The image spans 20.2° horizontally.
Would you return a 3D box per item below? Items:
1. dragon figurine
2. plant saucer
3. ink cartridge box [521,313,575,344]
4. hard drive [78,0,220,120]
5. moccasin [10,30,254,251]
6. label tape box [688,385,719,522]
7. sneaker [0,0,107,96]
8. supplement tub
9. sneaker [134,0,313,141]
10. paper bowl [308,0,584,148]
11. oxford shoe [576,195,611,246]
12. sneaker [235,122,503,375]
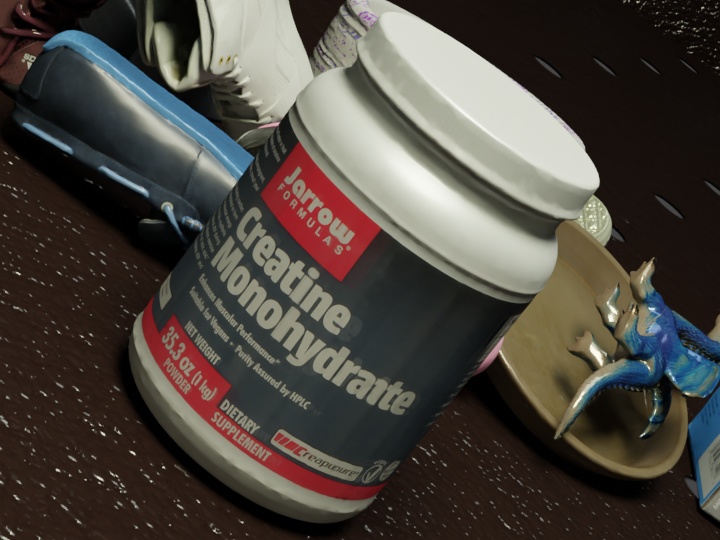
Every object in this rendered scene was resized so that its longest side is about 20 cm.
[{"bbox_3d":[0.182,0.062,1.234,0.100,0.059,0.200,47,31,-9],"label":"dragon figurine"},{"bbox_3d":[0.130,0.045,1.265,0.199,0.029,0.201,34,37,-30],"label":"plant saucer"},{"bbox_3d":[0.096,0.020,1.339,0.199,0.042,0.120,24,22,-35],"label":"ink cartridge box"},{"bbox_3d":[-0.118,-0.163,1.323,0.199,0.042,0.136,8,49,-60],"label":"hard drive"},{"bbox_3d":[-0.095,-0.044,1.069,0.200,0.068,0.080,39,9,-1],"label":"moccasin"},{"bbox_3d":[0.320,0.168,1.372,0.199,0.063,0.144,36,18,-7],"label":"label tape box"},{"bbox_3d":[-0.150,-0.145,1.101,0.199,0.117,0.075,16,1,40],"label":"sneaker"},{"bbox_3d":[0.000,0.000,0.916,0.140,0.201,0.141,33,18,-12],"label":"supplement tub"},{"bbox_3d":[-0.086,-0.121,1.200,0.073,0.202,0.116,9,37,26],"label":"sneaker"},{"bbox_3d":[0.050,-0.100,1.419,0.200,0.105,0.201,33,13,-9],"label":"paper bowl"},{"bbox_3d":[0.112,-0.062,1.561,0.200,0.075,0.058,39,-26,30],"label":"oxford shoe"},{"bbox_3d":[-0.008,-0.009,1.162,0.200,0.079,0.095,41,29,14],"label":"sneaker"}]
